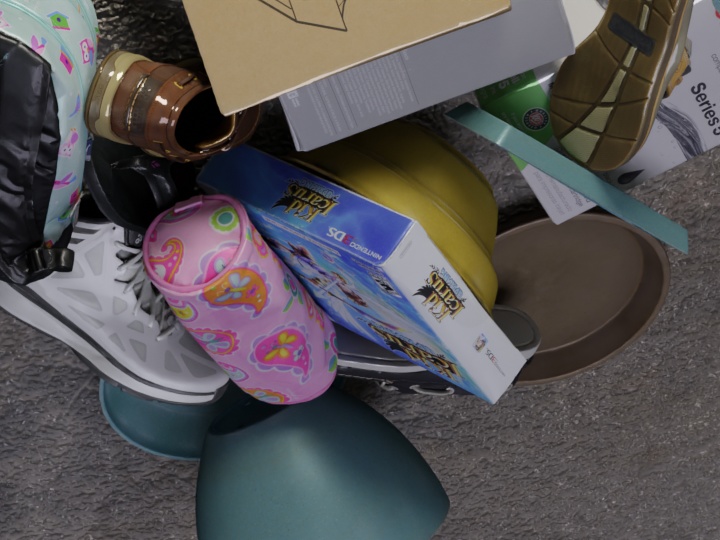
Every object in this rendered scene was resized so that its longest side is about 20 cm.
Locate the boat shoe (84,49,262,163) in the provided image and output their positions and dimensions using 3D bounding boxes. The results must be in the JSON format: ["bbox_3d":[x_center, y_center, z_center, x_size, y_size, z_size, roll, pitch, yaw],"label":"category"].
[{"bbox_3d":[-0.109,-0.101,1.548,0.200,0.067,0.073,-1,111,-69],"label":"boat shoe"}]

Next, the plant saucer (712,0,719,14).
[{"bbox_3d":[0.297,-0.248,1.518,0.201,0.039,0.202,-39,146,-33],"label":"plant saucer"}]

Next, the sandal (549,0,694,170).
[{"bbox_3d":[0.186,-0.148,1.540,0.054,0.080,0.201,-16,138,-40],"label":"sandal"}]

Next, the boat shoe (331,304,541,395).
[{"bbox_3d":[0.042,0.066,1.803,0.199,0.074,0.061,-4,134,-26],"label":"boat shoe"}]

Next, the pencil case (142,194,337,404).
[{"bbox_3d":[-0.082,0.022,1.660,0.087,0.088,0.200,-24,147,9],"label":"pencil case"}]

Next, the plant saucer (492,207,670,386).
[{"bbox_3d":[0.148,0.017,1.854,0.198,0.030,0.201,-10,139,-8],"label":"plant saucer"}]

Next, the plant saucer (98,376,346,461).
[{"bbox_3d":[-0.108,0.072,1.828,0.198,0.036,0.201,-9,139,-8],"label":"plant saucer"}]

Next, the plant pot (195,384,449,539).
[{"bbox_3d":[-0.049,0.162,1.800,0.199,0.200,0.136,-24,103,9],"label":"plant pot"}]

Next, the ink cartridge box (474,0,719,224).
[{"bbox_3d":[0.189,-0.143,1.648,0.199,0.084,0.146,-27,137,12],"label":"ink cartridge box"}]

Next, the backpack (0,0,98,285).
[{"bbox_3d":[-0.245,-0.104,1.510,0.166,0.127,0.201,15,131,-4],"label":"backpack"}]

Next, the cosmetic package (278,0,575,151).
[{"bbox_3d":[0.032,-0.171,1.554,0.198,0.107,0.090,-16,139,3],"label":"cosmetic package"}]

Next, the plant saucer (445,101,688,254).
[{"bbox_3d":[0.147,-0.064,1.613,0.199,0.070,0.019,28,94,-36],"label":"plant saucer"}]

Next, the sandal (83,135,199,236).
[{"bbox_3d":[-0.132,-0.053,1.654,0.048,0.076,0.200,-15,150,23],"label":"sandal"}]

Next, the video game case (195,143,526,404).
[{"bbox_3d":[0.000,0.000,1.650,0.046,0.199,0.181,-53,136,-11],"label":"video game case"}]

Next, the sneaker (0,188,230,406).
[{"bbox_3d":[-0.164,0.014,1.687,0.200,0.076,0.116,29,121,-13],"label":"sneaker"}]

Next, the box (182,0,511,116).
[{"bbox_3d":[-0.022,-0.208,1.480,0.199,0.021,0.165,-19,94,3],"label":"box"}]

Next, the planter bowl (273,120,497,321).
[{"bbox_3d":[0.037,-0.048,1.673,0.084,0.200,0.201,-53,138,-13],"label":"planter bowl"}]
